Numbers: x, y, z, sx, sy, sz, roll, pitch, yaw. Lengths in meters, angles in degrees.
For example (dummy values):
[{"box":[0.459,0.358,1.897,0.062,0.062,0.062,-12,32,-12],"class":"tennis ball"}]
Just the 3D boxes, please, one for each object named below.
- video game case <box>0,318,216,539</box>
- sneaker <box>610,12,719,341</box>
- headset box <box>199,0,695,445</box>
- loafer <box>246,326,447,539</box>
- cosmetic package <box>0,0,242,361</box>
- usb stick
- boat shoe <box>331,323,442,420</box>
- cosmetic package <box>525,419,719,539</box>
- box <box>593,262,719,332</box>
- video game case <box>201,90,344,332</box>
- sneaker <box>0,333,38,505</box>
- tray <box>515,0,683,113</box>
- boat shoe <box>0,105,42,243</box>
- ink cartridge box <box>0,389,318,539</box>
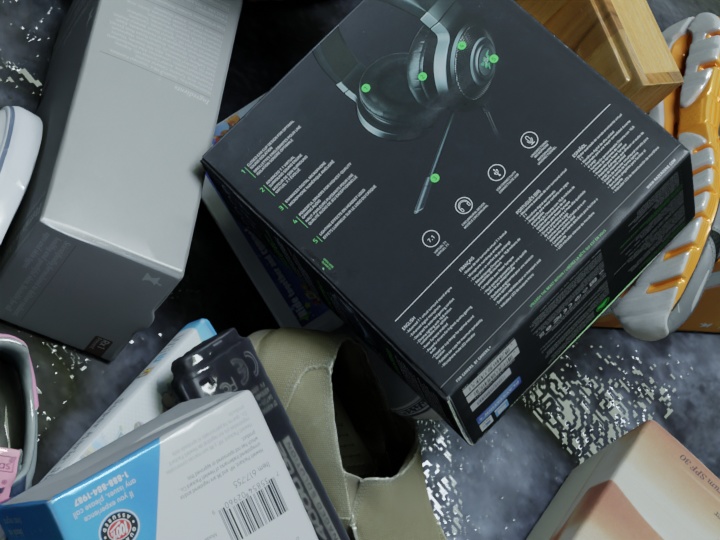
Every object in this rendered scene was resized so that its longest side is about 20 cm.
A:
[{"box":[-0.093,0.135,1.012,0.144,0.018,0.200,58,39,-15],"class":"video game case"},{"box":[0.188,-0.046,1.142,0.077,0.078,0.201,38,57,-34],"class":"sneaker"},{"box":[0.041,-0.046,1.059,0.174,0.093,0.200,-45,69,-7],"class":"headset box"},{"box":[0.005,0.116,1.069,0.201,0.068,0.076,58,40,-14],"class":"loafer"},{"box":[-0.130,-0.067,1.099,0.090,0.107,0.201,24,52,-16],"class":"cosmetic package"},{"box":[-0.034,0.126,1.022,0.055,0.032,0.201,-32,98,-48],"class":"usb stick"},{"box":[0.000,0.000,1.164,0.201,0.072,0.066,55,12,29],"class":"boat shoe"},{"box":[0.129,0.190,1.117,0.103,0.087,0.200,42,50,-4],"class":"cosmetic package"},{"box":[0.197,-0.032,1.263,0.198,0.124,0.098,3,63,-29],"class":"box"},{"box":[0.013,-0.065,1.138,0.199,0.018,0.144,-32,63,-2],"class":"video game case"},{"box":[-0.188,0.122,0.967,0.070,0.082,0.202,10,59,-24],"class":"sneaker"},{"box":[0.094,-0.097,1.188,0.037,0.200,0.099,-8,67,-39],"class":"tray"},{"box":[-0.220,-0.014,1.034,0.065,0.074,0.201,32,50,-17],"class":"boat shoe"},{"box":[-0.067,0.170,0.935,0.116,0.068,0.201,-27,97,-33],"class":"ink cartridge box"}]
